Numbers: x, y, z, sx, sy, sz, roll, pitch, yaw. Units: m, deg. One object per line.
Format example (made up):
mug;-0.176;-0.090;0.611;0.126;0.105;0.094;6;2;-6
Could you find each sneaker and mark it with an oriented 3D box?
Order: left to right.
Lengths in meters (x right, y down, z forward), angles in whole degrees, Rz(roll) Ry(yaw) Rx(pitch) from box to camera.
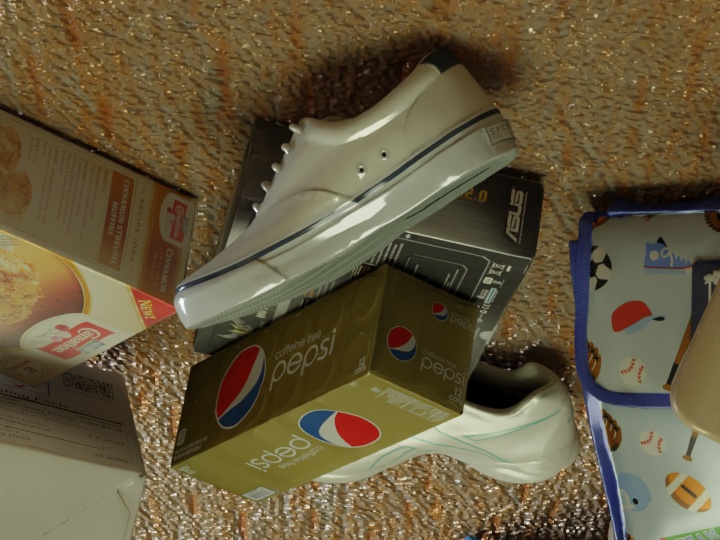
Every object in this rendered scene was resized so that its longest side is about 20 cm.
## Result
sneaker;-0.016;-0.040;1.385;0.200;0.071;0.073;-31;170;19
sneaker;0.030;0.079;1.654;0.200;0.071;0.080;-2;142;6

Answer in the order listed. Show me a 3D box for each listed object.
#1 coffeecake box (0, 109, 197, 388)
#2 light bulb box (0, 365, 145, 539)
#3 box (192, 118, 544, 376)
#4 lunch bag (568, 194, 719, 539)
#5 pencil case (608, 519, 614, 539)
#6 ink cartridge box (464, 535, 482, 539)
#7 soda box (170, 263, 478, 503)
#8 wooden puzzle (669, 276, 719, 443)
coffeecake box;-0.215;-0.021;1.511;0.200;0.073;0.153;25;147;-30
light bulb box;-0.238;0.122;1.619;0.198;0.125;0.200;14;-169;-11
box;0.000;0.000;1.519;0.158;0.048;0.200;12;152;-5
lunch bag;0.206;0.055;1.466;0.170;0.124;0.200;-2;115;20
pencil case;0.253;0.175;1.740;0.200;0.089;0.078;-6;111;27
ink cartridge box;0.141;0.279;1.853;0.146;0.200;0.084;26;104;-29
soda box;-0.022;0.065;1.522;0.064;0.068;0.200;25;149;-28
wooden puzzle;0.267;0.026;1.362;0.200;0.185;0.037;25;179;-26
